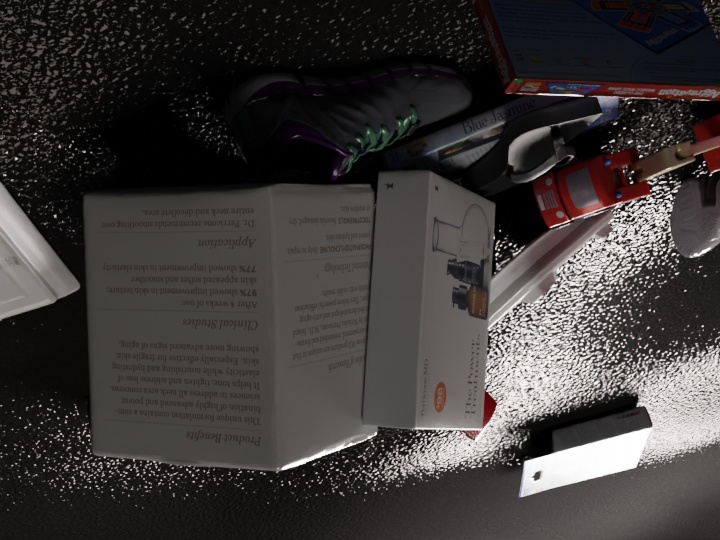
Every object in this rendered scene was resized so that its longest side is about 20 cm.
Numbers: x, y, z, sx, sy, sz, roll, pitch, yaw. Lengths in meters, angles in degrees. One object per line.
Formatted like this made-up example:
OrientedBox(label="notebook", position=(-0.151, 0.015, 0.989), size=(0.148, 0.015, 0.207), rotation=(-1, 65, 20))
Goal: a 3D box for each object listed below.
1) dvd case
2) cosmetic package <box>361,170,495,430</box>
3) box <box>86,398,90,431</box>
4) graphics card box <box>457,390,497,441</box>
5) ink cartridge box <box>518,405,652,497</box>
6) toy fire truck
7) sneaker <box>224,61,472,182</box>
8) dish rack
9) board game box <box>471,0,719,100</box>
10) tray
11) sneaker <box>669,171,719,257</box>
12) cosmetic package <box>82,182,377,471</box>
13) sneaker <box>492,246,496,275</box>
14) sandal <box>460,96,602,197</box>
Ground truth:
OrientedBox(label="dvd case", position=(0.120, -0.113, 1.041), size=(0.200, 0.018, 0.143), rotation=(-22, 171, 9))
OrientedBox(label="cosmetic package", position=(0.059, 0.030, 1.021), size=(0.052, 0.201, 0.151), rotation=(1, 174, 28))
OrientedBox(label="box", position=(-0.172, 0.138, 1.356), size=(0.200, 0.046, 0.159), rotation=(-28, 150, 20))
OrientedBox(label="graphics card box", position=(0.031, 0.083, 1.218), size=(0.051, 0.200, 0.125), rotation=(-56, 150, -7))
OrientedBox(label="ink cartridge box", position=(0.335, 0.279, 1.906), size=(0.199, 0.043, 0.196), rotation=(-13, 154, -2))
OrientedBox(label="toy fire truck", position=(0.252, -0.090, 1.104), size=(0.141, 0.049, 0.200), rotation=(-21, 178, 33))
OrientedBox(label="sneaker", position=(-0.001, -0.104, 0.956), size=(0.199, 0.088, 0.074), rotation=(-7, 151, -17))
OrientedBox(label="dish rack", position=(0.163, 0.005, 1.197), size=(0.200, 0.044, 0.172), rotation=(-36, 171, -44))
OrientedBox(label="board game box", position=(0.179, -0.172, 0.913), size=(0.199, 0.103, 0.019), rotation=(-2, 152, -26))
OrientedBox(label="tray", position=(-0.314, -0.006, 1.037), size=(0.107, 0.022, 0.200), rotation=(-18, 153, 0))
OrientedBox(label="sneaker", position=(0.392, -0.079, 1.232), size=(0.113, 0.076, 0.200), rotation=(-4, 148, -19))
OrientedBox(label="cosmetic package", position=(-0.095, 0.035, 0.949), size=(0.167, 0.201, 0.166), rotation=(1, -176, 26))
OrientedBox(label="sneaker", position=(0.033, -0.004, 1.158), size=(0.199, 0.085, 0.074), rotation=(-19, 159, 3))
OrientedBox(label="sandal", position=(0.144, -0.092, 1.016), size=(0.076, 0.043, 0.200), rotation=(-17, 170, -16))
